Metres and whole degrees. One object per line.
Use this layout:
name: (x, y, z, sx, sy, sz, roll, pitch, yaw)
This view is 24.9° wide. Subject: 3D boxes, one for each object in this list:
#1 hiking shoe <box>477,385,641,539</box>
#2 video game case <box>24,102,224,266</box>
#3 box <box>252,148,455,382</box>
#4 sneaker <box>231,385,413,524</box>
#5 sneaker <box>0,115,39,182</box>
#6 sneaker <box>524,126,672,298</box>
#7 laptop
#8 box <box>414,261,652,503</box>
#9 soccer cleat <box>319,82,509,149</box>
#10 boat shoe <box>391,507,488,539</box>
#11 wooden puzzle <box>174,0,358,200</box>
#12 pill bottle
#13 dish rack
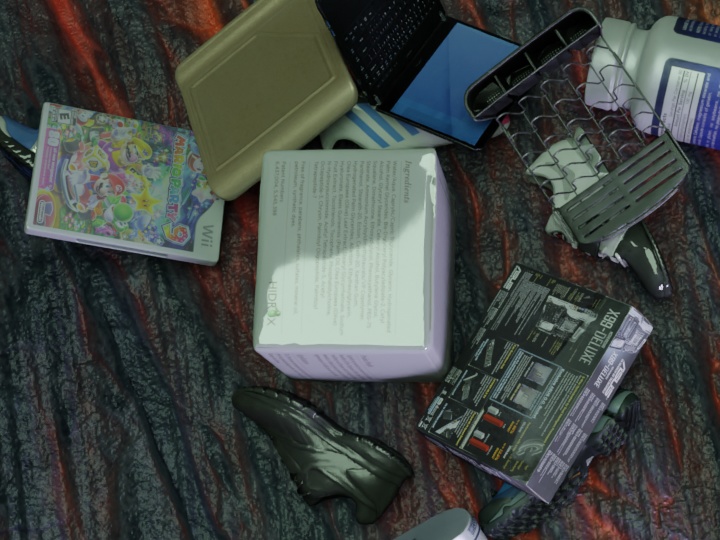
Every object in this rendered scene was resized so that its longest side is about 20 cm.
hiking shoe: (0.182, 0.177, 1.596, 0.200, 0.074, 0.087, -43, 57, -6)
video game case: (-0.239, -0.089, 1.689, 0.199, 0.018, 0.144, 10, 68, -16)
box: (0.000, 0.000, 1.590, 0.171, 0.199, 0.201, 1, 78, 9)
sneaker: (-0.050, 0.182, 1.626, 0.200, 0.076, 0.091, 29, 90, 16)
sneaker: (-0.303, -0.114, 1.738, 0.200, 0.076, 0.077, 30, 77, 5)
sneaker: (0.236, -0.041, 1.629, 0.088, 0.074, 0.200, -32, 65, 1)
laptop: (0.074, -0.243, 1.641, 0.103, 0.200, 0.177, -7, 35, 38)
box: (0.166, 0.103, 1.573, 0.158, 0.050, 0.200, 22, 76, 46)
soccer cleat: (0.052, -0.148, 1.692, 0.199, 0.070, 0.087, 8, 116, -1)
boat shoe: (0.037, 0.303, 1.583, 0.200, 0.074, 0.065, -27, 114, 21)
wooden puzzle: (-0.098, -0.189, 1.689, 0.185, 0.037, 0.200, -37, 49, 16)
pill bottle: (0.330, -0.187, 1.619, 0.199, 0.120, 0.120, 15, 80, 13)
dish rack: (0.213, -0.132, 1.569, 0.153, 0.055, 0.200, -36, 76, 18)
